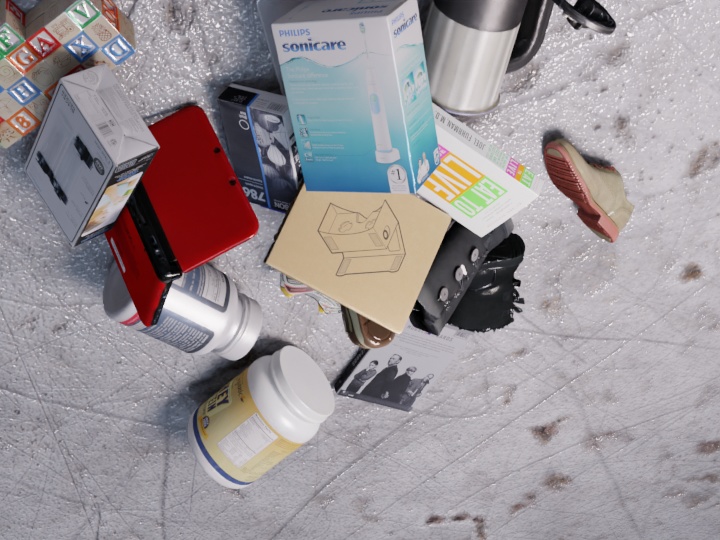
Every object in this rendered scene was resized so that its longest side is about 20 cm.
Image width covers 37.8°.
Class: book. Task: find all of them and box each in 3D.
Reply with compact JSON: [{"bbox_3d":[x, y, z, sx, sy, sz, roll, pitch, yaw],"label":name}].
[{"bbox_3d":[0.110,-0.132,1.291,0.198,0.049,0.133,32,153,-13],"label":"book"}]

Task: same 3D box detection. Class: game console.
[{"bbox_3d":[-0.228,-0.065,1.273,0.117,0.202,0.173,-12,151,-32],"label":"game console"}]

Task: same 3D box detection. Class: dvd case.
[{"bbox_3d":[0.069,0.140,1.666,0.148,0.025,0.201,17,125,-29],"label":"dvd case"}]

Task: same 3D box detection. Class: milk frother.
[{"bbox_3d":[0.170,-0.263,1.195,0.177,0.202,0.190,-3,134,-19],"label":"milk frother"}]

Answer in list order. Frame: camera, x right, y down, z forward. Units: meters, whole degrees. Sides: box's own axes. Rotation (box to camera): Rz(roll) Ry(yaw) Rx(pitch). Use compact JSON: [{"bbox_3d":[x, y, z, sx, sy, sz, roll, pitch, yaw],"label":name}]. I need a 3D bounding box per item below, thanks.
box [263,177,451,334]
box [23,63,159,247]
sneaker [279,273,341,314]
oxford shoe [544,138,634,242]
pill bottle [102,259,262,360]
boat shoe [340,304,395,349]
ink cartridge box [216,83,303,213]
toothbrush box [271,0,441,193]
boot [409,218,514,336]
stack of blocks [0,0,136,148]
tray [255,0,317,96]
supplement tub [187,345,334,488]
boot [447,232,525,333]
[{"bbox_3d":[-0.001,-0.039,1.307,0.198,0.021,0.166,28,83,-18],"label":"box"},{"bbox_3d":[-0.309,-0.126,1.190,0.060,0.118,0.200,-30,172,-38],"label":"box"},{"bbox_3d":[-0.025,0.022,1.487,0.197,0.078,0.083,19,111,-20],"label":"sneaker"},{"bbox_3d":[0.322,-0.127,1.475,0.075,0.070,0.200,-48,130,-6],"label":"oxford shoe"},{"bbox_3d":[-0.235,0.045,1.420,0.199,0.121,0.119,30,119,-36],"label":"pill bottle"},{"bbox_3d":[-0.006,0.000,1.369,0.073,0.207,0.075,0,172,-27],"label":"boat shoe"},{"bbox_3d":[-0.112,-0.132,1.311,0.098,0.039,0.202,16,140,25],"label":"ink cartridge box"},{"bbox_3d":[-0.002,-0.195,1.176,0.144,0.085,0.203,2,120,27],"label":"toothbrush box"},{"bbox_3d":[0.114,-0.038,1.403,0.201,0.065,0.166,-49,127,-18],"label":"boot"},{"bbox_3d":[-0.360,-0.239,1.158,0.198,0.059,0.115,-32,133,14],"label":"stack of blocks"},{"bbox_3d":[-0.053,-0.256,1.259,0.105,0.022,0.202,-17,134,-2],"label":"tray"},{"bbox_3d":[-0.149,0.220,1.592,0.199,0.146,0.144,-38,131,20],"label":"supplement tub"},{"bbox_3d":[0.150,0.023,1.552,0.194,0.074,0.164,-6,140,-8],"label":"boot"}]
